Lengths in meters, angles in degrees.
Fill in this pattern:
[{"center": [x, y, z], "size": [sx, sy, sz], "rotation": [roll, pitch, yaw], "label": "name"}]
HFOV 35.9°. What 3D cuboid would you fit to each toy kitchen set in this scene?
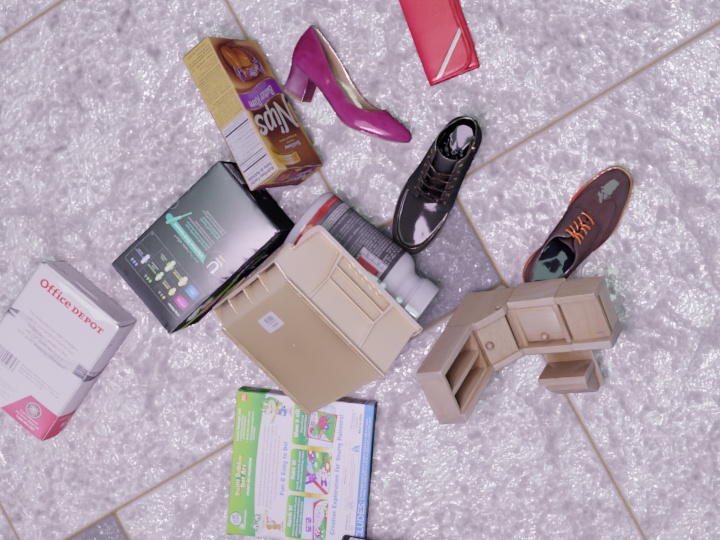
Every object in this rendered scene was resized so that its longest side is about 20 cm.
[{"center": [0.214, 0.132, 1.389], "size": [0.197, 0.181, 0.165], "rotation": [-9, 118, 37], "label": "toy kitchen set"}]

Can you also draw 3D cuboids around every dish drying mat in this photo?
[{"center": [0.093, -0.355, 1.487], "size": [0.076, 0.018, 0.203], "rotation": [-20, 90, 9], "label": "dish drying mat"}]

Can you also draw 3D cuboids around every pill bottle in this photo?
[{"center": [0.000, 0.000, 1.466], "size": [0.199, 0.116, 0.117], "rotation": [38, 97, 5], "label": "pill bottle"}]

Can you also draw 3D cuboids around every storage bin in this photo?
[{"center": [-0.063, 0.066, 1.412], "size": [0.199, 0.199, 0.094], "rotation": [45, 54, -9], "label": "storage bin"}]

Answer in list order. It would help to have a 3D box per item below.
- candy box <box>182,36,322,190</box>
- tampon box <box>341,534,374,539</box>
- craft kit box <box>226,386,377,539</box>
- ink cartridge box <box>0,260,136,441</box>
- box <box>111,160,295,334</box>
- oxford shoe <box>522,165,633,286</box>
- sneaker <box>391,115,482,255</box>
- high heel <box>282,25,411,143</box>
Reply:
[{"center": [-0.140, -0.207, 1.462], "size": [0.056, 0.116, 0.202], "rotation": [-31, 82, 29], "label": "candy box"}, {"center": [0.028, 0.478, 1.459], "size": [0.147, 0.126, 0.204], "rotation": [8, 108, 8], "label": "tampon box"}, {"center": [-0.080, 0.271, 1.527], "size": [0.194, 0.049, 0.204], "rotation": [6, 93, 5], "label": "craft kit box"}, {"center": [-0.428, 0.108, 1.545], "size": [0.146, 0.083, 0.201], "rotation": [37, 97, 5], "label": "ink cartridge box"}, {"center": [-0.203, -0.033, 1.475], "size": [0.200, 0.149, 0.125], "rotation": [-42, 88, 7], "label": "box"}, {"center": [0.288, -0.049, 1.447], "size": [0.071, 0.073, 0.201], "rotation": [36, 97, 5], "label": "oxford shoe"}, {"center": [0.093, -0.114, 1.453], "size": [0.074, 0.106, 0.203], "rotation": [26, 95, 6], "label": "sneaker"}, {"center": [-0.007, -0.245, 1.482], "size": [0.198, 0.067, 0.097], "rotation": [30, 107, 19], "label": "high heel"}]
